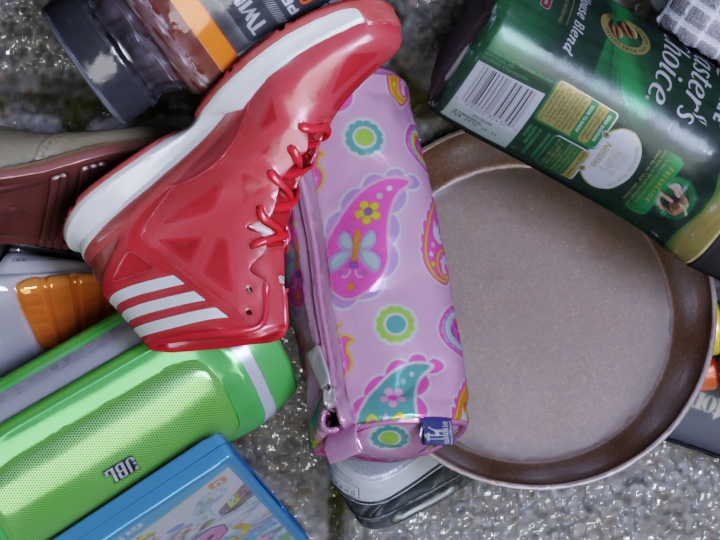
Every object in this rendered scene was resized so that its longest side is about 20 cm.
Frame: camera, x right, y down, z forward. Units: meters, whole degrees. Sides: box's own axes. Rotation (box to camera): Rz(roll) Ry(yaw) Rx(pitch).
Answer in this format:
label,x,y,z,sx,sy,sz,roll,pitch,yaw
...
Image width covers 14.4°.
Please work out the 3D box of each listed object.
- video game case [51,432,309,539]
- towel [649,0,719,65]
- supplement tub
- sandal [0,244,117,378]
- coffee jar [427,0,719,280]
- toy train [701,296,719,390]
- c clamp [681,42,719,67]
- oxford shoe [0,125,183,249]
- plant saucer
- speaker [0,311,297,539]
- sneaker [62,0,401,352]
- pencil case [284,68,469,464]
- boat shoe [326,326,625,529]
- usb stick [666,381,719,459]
label,x,y,z,sx,sy,sz,roll,pitch,yaw
video game case,-0.107,0.155,1.488,0.143,0.018,0.200,-33,159,-1
towel,0.271,-0.156,1.475,0.199,0.086,0.166,25,109,-21
supplement tub,-0.057,-0.157,1.394,0.200,0.107,0.107,-37,117,1
sandal,-0.186,0.020,1.451,0.206,0.059,0.079,3,121,-34
coffee jar,0.138,-0.079,1.459,0.199,0.104,0.085,30,123,-9
toy train,0.271,0.021,1.540,0.150,0.056,0.200,32,112,-18
c clamp,0.252,-0.121,1.551,0.170,0.027,0.201,-10,116,-7
oxford shoe,-0.169,-0.054,1.427,0.199,0.075,0.071,-11,141,-34
plant saucer,0.088,0.020,1.504,0.199,0.034,0.202,2,75,-7
speaker,-0.134,0.079,1.428,0.199,0.088,0.089,-30,117,-9
sneaker,-0.039,-0.034,1.379,0.200,0.116,0.078,-39,162,15
pencil case,0.000,0.000,1.437,0.087,0.087,0.201,-5,75,-15
boat shoe,0.065,0.067,1.551,0.199,0.072,0.071,-31,150,-14
usb stick,0.212,0.082,1.616,0.199,0.033,0.056,19,104,-22
